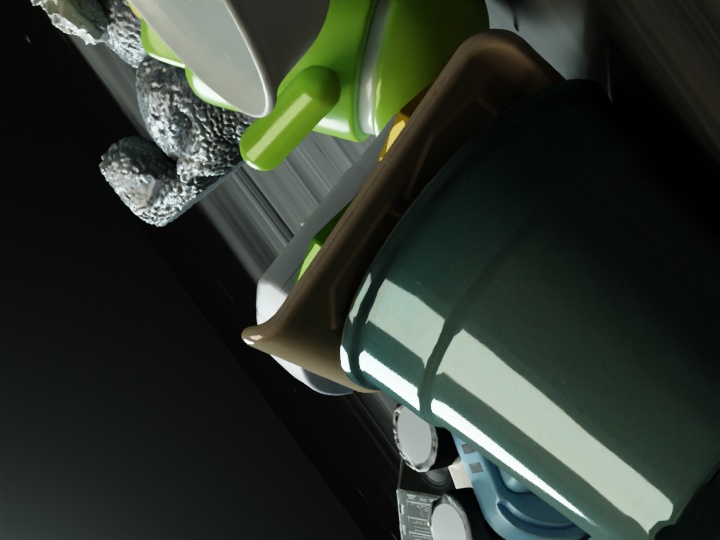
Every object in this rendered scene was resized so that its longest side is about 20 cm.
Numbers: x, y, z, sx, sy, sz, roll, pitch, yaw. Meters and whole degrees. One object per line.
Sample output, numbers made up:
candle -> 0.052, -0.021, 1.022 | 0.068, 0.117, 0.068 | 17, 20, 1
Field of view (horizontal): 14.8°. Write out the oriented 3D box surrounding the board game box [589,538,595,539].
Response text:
board game box -> 0.236, 0.248, 1.752 | 0.199, 0.047, 0.151 | 33, 175, 32

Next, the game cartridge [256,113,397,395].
game cartridge -> 0.000, 0.000, 1.514 | 0.040, 0.134, 0.200 | 33, 170, 15

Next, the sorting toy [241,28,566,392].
sorting toy -> 0.031, -0.029, 1.421 | 0.036, 0.200, 0.185 | 41, -176, 21

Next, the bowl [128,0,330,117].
bowl -> -0.075, -0.181, 1.361 | 0.201, 0.090, 0.201 | 48, 168, 14

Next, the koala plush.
koala plush -> -0.125, -0.167, 1.956 | 0.201, 0.177, 0.184 | 54, 159, -1

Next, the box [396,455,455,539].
box -> 0.126, 0.163, 1.859 | 0.198, 0.044, 0.160 | 9, 162, 6

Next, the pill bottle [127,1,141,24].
pill bottle -> -0.131, -0.252, 1.805 | 0.112, 0.112, 0.201 | 44, 167, 45

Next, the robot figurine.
robot figurine -> -0.019, -0.135, 1.518 | 0.199, 0.176, 0.116 | 15, 128, 11

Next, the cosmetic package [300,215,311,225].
cosmetic package -> 0.035, -0.001, 1.896 | 0.051, 0.082, 0.200 | 47, -179, -36

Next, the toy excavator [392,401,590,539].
toy excavator -> 0.102, 0.051, 1.596 | 0.200, 0.099, 0.196 | -47, 57, 51

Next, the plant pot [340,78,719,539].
plant pot -> 0.128, 0.040, 1.406 | 0.196, 0.200, 0.200 | 40, 166, 22
